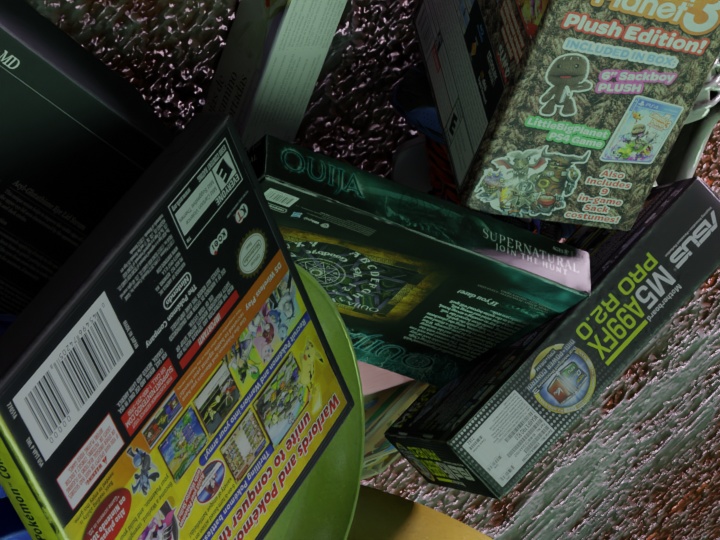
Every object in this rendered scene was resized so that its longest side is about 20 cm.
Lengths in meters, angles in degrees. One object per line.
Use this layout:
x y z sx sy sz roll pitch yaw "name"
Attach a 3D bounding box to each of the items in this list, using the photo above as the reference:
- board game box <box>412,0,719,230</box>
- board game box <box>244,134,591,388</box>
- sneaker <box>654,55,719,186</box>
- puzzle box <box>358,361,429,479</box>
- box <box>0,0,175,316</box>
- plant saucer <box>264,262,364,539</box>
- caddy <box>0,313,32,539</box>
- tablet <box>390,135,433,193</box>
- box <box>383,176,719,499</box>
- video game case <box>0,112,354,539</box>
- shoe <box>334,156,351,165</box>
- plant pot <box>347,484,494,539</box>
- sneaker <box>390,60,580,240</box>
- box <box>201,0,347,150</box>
0.112 -0.149 1.093 0.096 0.160 0.201 6 133 -18 "board game box"
0.000 0.000 1.114 0.199 0.028 0.135 20 146 -29 "board game box"
0.204 -0.128 1.320 0.073 0.071 0.201 -19 140 -29 "sneaker"
-0.005 0.096 1.340 0.133 0.026 0.200 -16 161 -31 "puzzle box"
-0.187 -0.056 1.008 0.141 0.079 0.200 -41 147 7 "box"
-0.066 0.091 1.062 0.200 0.031 0.201 -6 98 -55 "plant saucer"
-0.210 0.103 1.041 0.199 0.105 0.142 -21 131 -10 "caddy"
0.068 -0.023 1.355 0.130 0.014 0.201 -23 141 -25 "tablet"
0.110 0.037 1.198 0.200 0.044 0.160 -46 -174 -11 "box"
-0.085 0.060 0.984 0.200 0.025 0.181 -54 134 -39 "video game case"
-0.013 0.013 1.262 0.053 0.070 0.200 -33 148 -20 "shoe"
0.043 0.226 1.235 0.200 0.141 0.201 4 90 -77 "plant pot"
0.071 -0.052 1.252 0.078 0.075 0.200 -44 141 5 "sneaker"
-0.038 -0.130 1.109 0.041 0.039 0.201 -8 134 -37 "box"
